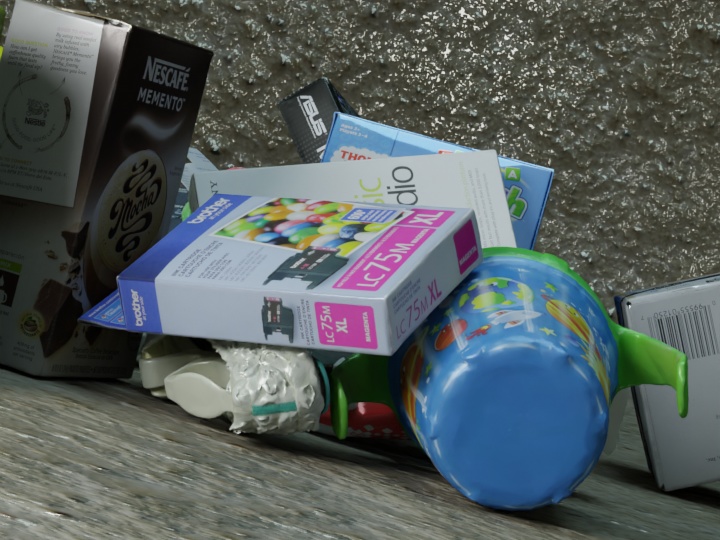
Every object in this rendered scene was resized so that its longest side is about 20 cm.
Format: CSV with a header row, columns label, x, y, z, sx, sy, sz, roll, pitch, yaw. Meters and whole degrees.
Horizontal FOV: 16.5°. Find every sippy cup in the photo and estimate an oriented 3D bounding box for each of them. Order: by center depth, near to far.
label,x,y,z,sx,sy,sz,roll,pitch,yaw
sippy cup,0.081,0.067,1.355,0.140,0.178,0.130,50,7,-12

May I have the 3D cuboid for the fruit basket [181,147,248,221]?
label,x,y,z,sx,sy,sz,roll,pitch,yaw
fruit basket,-0.070,-0.009,1.707,0.200,0.094,0.185,42,6,5

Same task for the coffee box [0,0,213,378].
label,x,y,z,sx,sy,sz,roll,pitch,yaw
coffee box,-0.163,-0.045,1.416,0.079,0.201,0.113,15,3,22

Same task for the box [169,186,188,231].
label,x,y,z,sx,sy,sz,roll,pitch,yaw
box,-0.172,-0.024,1.873,0.199,0.051,0.158,8,20,12

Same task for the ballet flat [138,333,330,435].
label,x,y,z,sx,sy,sz,roll,pitch,yaw
ballet flat,-0.087,0.051,1.388,0.071,0.072,0.200,13,2,-29

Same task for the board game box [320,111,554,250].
label,x,y,z,sx,sy,sz,roll,pitch,yaw
board game box,0.028,0.006,1.577,0.150,0.201,0.037,15,-28,5

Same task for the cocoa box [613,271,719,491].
label,x,y,z,sx,sy,sz,roll,pitch,yaw
cocoa box,0.283,0.062,1.685,0.199,0.134,0.131,-12,2,3

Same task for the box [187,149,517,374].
label,x,y,z,sx,sy,sz,roll,pitch,yaw
box,0.000,0.000,1.532,0.199,0.145,0.036,-6,-28,-10

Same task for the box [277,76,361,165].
label,x,y,z,sx,sy,sz,roll,pitch,yaw
box,0.024,-0.013,1.719,0.194,0.047,0.200,64,8,26

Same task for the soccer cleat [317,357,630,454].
label,x,y,z,sx,sy,sz,roll,pitch,yaw
soccer cleat,0.065,0.087,1.475,0.199,0.086,0.069,-8,32,-9

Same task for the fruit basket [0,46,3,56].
label,x,y,z,sx,sy,sz,roll,pitch,yaw
fruit basket,-0.261,-0.065,1.733,0.214,0.156,0.216,22,15,-6

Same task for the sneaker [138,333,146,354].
label,x,y,z,sx,sy,sz,roll,pitch,yaw
sneaker,-0.211,-0.004,1.547,0.199,0.085,0.075,15,3,-13

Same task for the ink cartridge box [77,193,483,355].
label,x,y,z,sx,sy,sz,roll,pitch,yaw
ink cartridge box,-0.047,-0.001,1.365,0.199,0.042,0.119,2,25,28

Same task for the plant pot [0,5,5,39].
label,x,y,z,sx,sy,sz,roll,pitch,yaw
plant pot,-0.269,-0.062,1.285,0.199,0.194,0.200,14,2,-1
